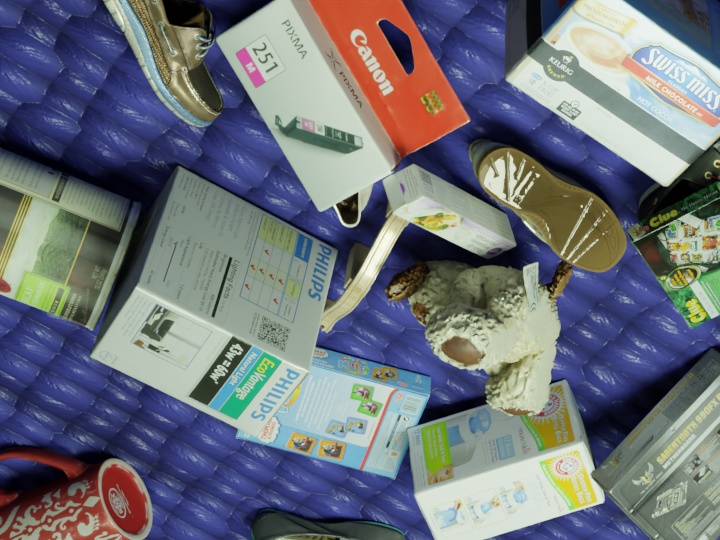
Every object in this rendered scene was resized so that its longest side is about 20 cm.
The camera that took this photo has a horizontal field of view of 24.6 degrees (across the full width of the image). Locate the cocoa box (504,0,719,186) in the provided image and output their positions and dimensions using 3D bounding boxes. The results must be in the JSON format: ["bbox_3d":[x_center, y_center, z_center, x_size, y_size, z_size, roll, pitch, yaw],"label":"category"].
[{"bbox_3d":[0.248,-0.203,1.513,0.199,0.134,0.131,31,127,-18],"label":"cocoa box"}]

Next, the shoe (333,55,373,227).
[{"bbox_3d":[-0.016,-0.132,1.665,0.069,0.054,0.201,0,130,8],"label":"shoe"}]

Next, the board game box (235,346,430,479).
[{"bbox_3d":[-0.033,0.161,1.927,0.198,0.037,0.152,15,131,-6],"label":"board game box"}]

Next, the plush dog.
[{"bbox_3d":[0.120,0.039,1.731,0.171,0.161,0.200,19,165,38],"label":"plush dog"}]

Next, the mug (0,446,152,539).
[{"bbox_3d":[-0.380,0.306,2.044,0.199,0.134,0.178,-25,124,22],"label":"mug"}]

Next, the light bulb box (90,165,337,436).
[{"bbox_3d":[-0.150,0.032,1.729,0.199,0.199,0.125,28,131,-14],"label":"light bulb box"}]

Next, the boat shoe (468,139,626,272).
[{"bbox_3d":[0.194,-0.072,1.690,0.200,0.063,0.073,38,99,-25],"label":"boat shoe"}]

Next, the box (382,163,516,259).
[{"bbox_3d":[0.092,-0.057,1.657,0.039,0.042,0.200,-26,155,25],"label":"box"}]

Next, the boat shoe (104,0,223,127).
[{"bbox_3d":[-0.180,-0.227,1.597,0.072,0.073,0.201,-19,125,21],"label":"boat shoe"}]

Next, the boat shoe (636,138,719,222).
[{"bbox_3d":[0.354,-0.092,1.641,0.073,0.063,0.201,32,126,-17],"label":"boat shoe"}]

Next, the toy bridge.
[{"bbox_3d":[0.000,0.000,1.766,0.027,0.067,0.200,25,130,-13],"label":"toy bridge"}]

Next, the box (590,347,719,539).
[{"bbox_3d":[0.377,0.212,1.838,0.200,0.048,0.158,-47,116,-1],"label":"box"}]

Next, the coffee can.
[{"bbox_3d":[-0.348,-0.041,1.731,0.199,0.147,0.147,21,130,-10],"label":"coffee can"}]

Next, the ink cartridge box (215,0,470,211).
[{"bbox_3d":[-0.017,-0.182,1.583,0.173,0.044,0.201,-27,98,29],"label":"ink cartridge box"}]

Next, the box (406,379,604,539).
[{"bbox_3d":[0.165,0.222,1.882,0.198,0.113,0.102,-18,126,9],"label":"box"}]

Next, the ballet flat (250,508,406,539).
[{"bbox_3d":[-0.042,0.349,2.068,0.198,0.073,0.073,9,131,0],"label":"ballet flat"}]

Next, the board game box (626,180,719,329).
[{"bbox_3d":[0.349,-0.012,1.676,0.104,0.024,0.200,-29,142,11],"label":"board game box"}]
